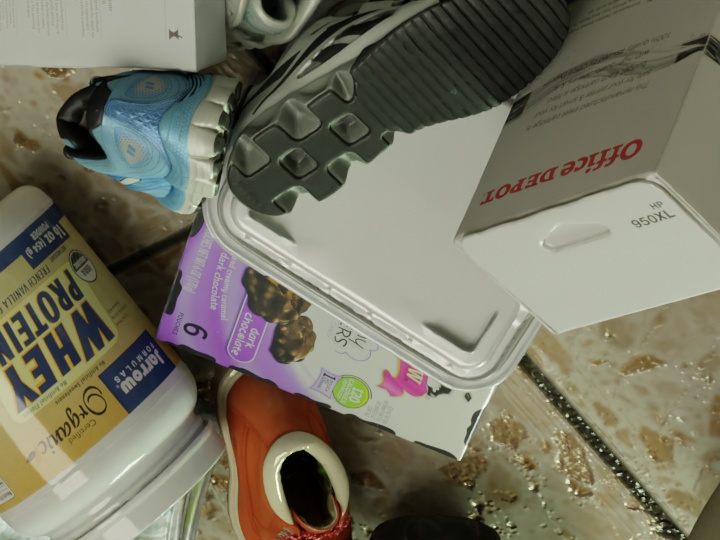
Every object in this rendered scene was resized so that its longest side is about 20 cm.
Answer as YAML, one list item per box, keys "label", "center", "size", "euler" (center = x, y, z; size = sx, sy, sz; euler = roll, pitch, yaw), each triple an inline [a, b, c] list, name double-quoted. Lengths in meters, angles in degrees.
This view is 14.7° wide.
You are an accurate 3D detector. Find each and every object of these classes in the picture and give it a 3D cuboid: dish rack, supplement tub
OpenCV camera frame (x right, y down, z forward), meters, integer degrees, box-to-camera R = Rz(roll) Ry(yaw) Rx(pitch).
- label: "dish rack"
  center: [0.030, -0.044, 1.515]
  size: [0.199, 0.044, 0.172]
  euler: [32, 96, -2]
- label: "supplement tub"
  center: [-0.188, 0.066, 1.670]
  size: [0.144, 0.144, 0.200]
  euler: [-34, 98, 39]

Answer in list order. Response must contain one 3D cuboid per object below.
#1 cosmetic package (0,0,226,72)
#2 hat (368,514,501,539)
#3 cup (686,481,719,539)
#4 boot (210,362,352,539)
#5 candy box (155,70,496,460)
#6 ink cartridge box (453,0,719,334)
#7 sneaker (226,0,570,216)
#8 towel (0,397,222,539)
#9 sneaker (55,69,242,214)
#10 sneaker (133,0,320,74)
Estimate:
- label: "cosmetic package"
  center: [-0.148, -0.206, 1.442]
  size: [0.150, 0.052, 0.202]
  euler: [4, 103, 19]
- label: "hat"
  center: [0.038, 0.202, 1.772]
  size: [0.199, 0.081, 0.201]
  euler: [-8, 149, -5]
- label: "cup"
  center: [0.276, 0.159, 1.604]
  size: [0.199, 0.200, 0.144]
  euler: [9, 106, 12]
- label: "boot"
  center: [-0.039, 0.148, 1.734]
  size: [0.075, 0.107, 0.201]
  euler: [-23, 131, -9]
- label: "candy box"
  center: [0.000, 0.000, 1.619]
  size: [0.199, 0.072, 0.168]
  euler: [22, 134, 0]
- label: "ink cartridge box"
  center: [0.148, -0.080, 1.382]
  size: [0.084, 0.201, 0.144]
  euler: [41, 145, -24]
- label: "sneaker"
  center: [0.014, -0.112, 1.434]
  size: [0.199, 0.089, 0.074]
  euler: [-26, 128, 20]
- label: "towel"
  center: [-0.195, 0.144, 1.780]
  size: [0.199, 0.048, 0.172]
  euler: [13, 97, 8]
- label: "sneaker"
  center: [-0.117, -0.081, 1.495]
  size: [0.089, 0.079, 0.200]
  euler: [14, 174, -7]
- label: "sneaker"
  center: [-0.068, -0.150, 1.492]
  size: [0.070, 0.081, 0.200]
  euler: [13, 144, -31]
